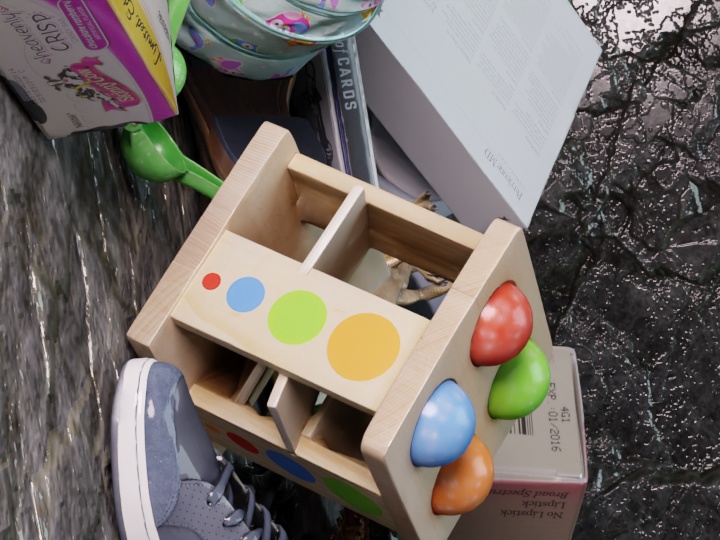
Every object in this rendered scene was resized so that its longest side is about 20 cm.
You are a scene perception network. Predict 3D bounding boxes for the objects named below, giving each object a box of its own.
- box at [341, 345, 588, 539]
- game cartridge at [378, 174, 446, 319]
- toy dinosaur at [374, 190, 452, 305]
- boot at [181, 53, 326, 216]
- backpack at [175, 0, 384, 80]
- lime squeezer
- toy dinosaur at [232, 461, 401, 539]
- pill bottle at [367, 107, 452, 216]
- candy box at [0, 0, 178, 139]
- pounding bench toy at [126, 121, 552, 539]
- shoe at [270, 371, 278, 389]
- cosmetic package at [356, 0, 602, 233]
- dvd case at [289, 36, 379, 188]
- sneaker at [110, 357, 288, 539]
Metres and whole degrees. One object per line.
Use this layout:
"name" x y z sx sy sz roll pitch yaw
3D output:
"box" 0.058 0.147 1.378 0.201 0.127 0.109 98 -7 -45
"game cartridge" 0.006 -0.019 1.457 0.042 0.133 0.200 -54 157 -14
"toy dinosaur" 0.000 0.000 1.245 0.200 0.101 0.059 29 -39 67
"boot" -0.072 -0.067 1.214 0.201 0.074 0.097 -108 -152 -52
"backpack" -0.046 -0.197 1.086 0.126 0.166 0.201 -32 -131 56
"lime squeezer" -0.079 -0.078 1.035 0.038 0.070 0.201 -91 176 -48
"toy dinosaur" -0.023 0.167 1.205 0.200 0.101 0.137 -134 -135 -70
"pill bottle" 0.027 -0.086 1.515 0.200 0.110 0.112 180 -100 -79
"candy box" -0.123 -0.173 0.897 0.136 0.061 0.201 63 19 -67
"pounding bench toy" 0.010 0.055 1.074 0.125 0.155 0.200 -58 155 -19
"shoe" -0.024 0.044 1.380 0.200 0.053 0.070 -78 157 -70
"cosmetic package" 0.059 -0.143 1.363 0.200 0.051 0.151 50 49 -34
"dvd case" -0.042 -0.119 1.278 0.150 0.025 0.202 -3 -84 65
"sneaker" -0.022 0.123 0.963 0.077 0.145 0.204 -69 147 -72
